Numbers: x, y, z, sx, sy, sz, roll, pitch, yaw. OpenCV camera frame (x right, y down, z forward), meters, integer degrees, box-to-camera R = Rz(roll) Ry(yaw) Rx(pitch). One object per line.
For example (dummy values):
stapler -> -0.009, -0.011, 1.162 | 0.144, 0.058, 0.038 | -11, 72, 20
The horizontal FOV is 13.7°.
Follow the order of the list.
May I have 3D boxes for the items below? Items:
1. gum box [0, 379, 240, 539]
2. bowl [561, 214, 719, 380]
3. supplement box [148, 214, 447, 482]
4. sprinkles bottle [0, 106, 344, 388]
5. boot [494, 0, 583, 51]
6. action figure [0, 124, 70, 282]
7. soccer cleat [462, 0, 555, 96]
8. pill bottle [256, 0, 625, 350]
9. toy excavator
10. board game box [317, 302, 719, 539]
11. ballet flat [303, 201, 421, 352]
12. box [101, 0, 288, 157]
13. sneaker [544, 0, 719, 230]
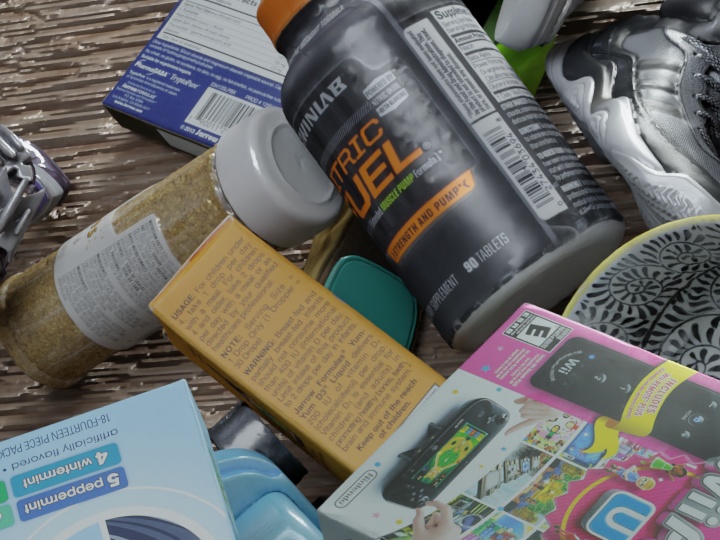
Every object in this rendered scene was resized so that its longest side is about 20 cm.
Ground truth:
gum box -> -0.124, 0.156, 1.219 | 0.170, 0.045, 0.200 | -19, 51, -1
bowl -> 0.183, 0.073, 1.292 | 0.201, 0.094, 0.201 | 4, 97, 40
supplement box -> -0.004, 0.061, 1.413 | 0.200, 0.067, 0.069 | 35, 79, 13
sprinkles bottle -> -0.100, -0.009, 1.531 | 0.200, 0.068, 0.068 | -32, 45, 32
boot -> 0.143, -0.175, 1.521 | 0.096, 0.074, 0.200 | 28, 60, -4
action figure -> -0.210, -0.020, 1.581 | 0.130, 0.069, 0.200 | -45, 10, 10
soccer cleat -> 0.083, -0.170, 1.570 | 0.068, 0.081, 0.200 | 2, 59, 30
pill bottle -> 0.032, -0.068, 1.459 | 0.106, 0.106, 0.200 | -36, 76, 2
toy excavator -> -0.016, 0.175, 1.359 | 0.100, 0.194, 0.200 | -42, 20, -3
board game box -> 0.107, 0.107, 1.195 | 0.200, 0.064, 0.148 | 23, 52, 33
ballet flat -> 0.000, 0.000, 1.522 | 0.063, 0.069, 0.200 | -23, 40, 51
box -> -0.041, -0.147, 1.658 | 0.121, 0.032, 0.200 | 23, 73, 38
sneaker -> 0.167, -0.082, 1.446 | 0.114, 0.075, 0.200 | -33, 32, 3
